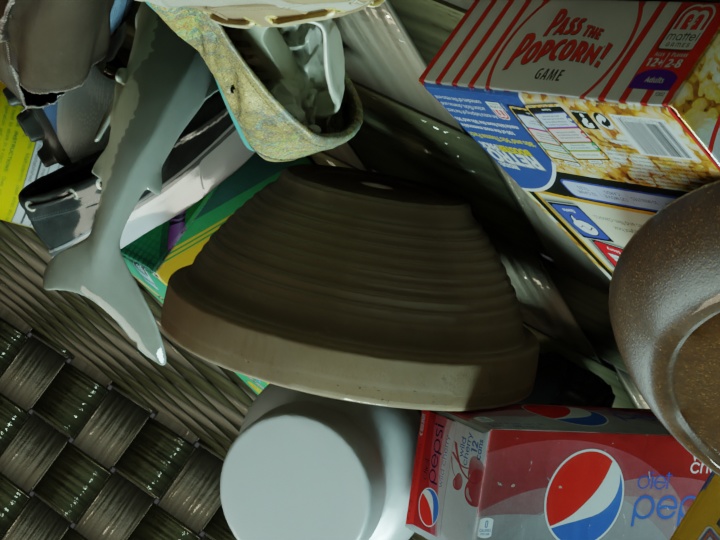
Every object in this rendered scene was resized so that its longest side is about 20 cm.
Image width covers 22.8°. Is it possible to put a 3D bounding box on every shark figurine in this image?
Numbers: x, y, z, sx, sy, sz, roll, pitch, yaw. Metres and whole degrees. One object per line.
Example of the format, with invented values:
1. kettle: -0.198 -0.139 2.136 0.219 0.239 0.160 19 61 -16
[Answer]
1. shark figurine: -0.085 -0.075 0.880 0.089 0.216 0.128 18 143 -10

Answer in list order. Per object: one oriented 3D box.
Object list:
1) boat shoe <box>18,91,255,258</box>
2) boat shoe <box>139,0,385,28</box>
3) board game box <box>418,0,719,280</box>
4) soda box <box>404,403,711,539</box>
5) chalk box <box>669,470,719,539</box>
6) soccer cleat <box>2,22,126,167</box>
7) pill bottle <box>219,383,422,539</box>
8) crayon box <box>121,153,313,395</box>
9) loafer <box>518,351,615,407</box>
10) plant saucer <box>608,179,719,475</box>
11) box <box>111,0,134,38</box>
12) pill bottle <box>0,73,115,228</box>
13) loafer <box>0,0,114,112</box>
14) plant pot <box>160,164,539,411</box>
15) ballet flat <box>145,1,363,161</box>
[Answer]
1. boat shoe: -0.116 -0.062 0.990 0.199 0.069 0.057 -31 108 33
2. boat shoe: -0.017 -0.128 0.662 0.069 0.075 0.199 15 175 -42
3. board game box: 0.134 -0.020 0.679 0.200 0.046 0.151 43 166 -30
4. soda box: 0.124 0.108 0.923 0.198 0.071 0.063 5 -174 -32
5. chalk box: 0.198 0.152 0.781 0.123 0.201 0.125 30 167 25
6. soccer cleat: -0.194 -0.152 1.083 0.201 0.086 0.070 57 170 20
7. pill bottle: -0.002 0.098 0.973 0.110 0.111 0.200 33 -164 12
8. crayon box: -0.058 -0.001 1.124 0.058 0.119 0.200 25 164 42
9. loafer: 0.105 0.081 1.052 0.070 0.068 0.201 31 180 3
10. plant saucer: 0.180 0.040 0.619 0.198 0.032 0.201 16 147 10
11. box: -0.208 -0.206 0.965 0.199 0.038 0.137 38 168 -4
12. pill bottle: -0.201 -0.081 1.156 0.198 0.110 0.109 16 173 -15
13. loafer: -0.138 -0.124 0.841 0.072 0.073 0.200 65 164 0
14. plant pot: 0.000 0.000 0.933 0.199 0.094 0.201 9 -169 -2
15. ballet flat: -0.051 -0.121 0.796 0.070 0.071 0.200 27 160 37
